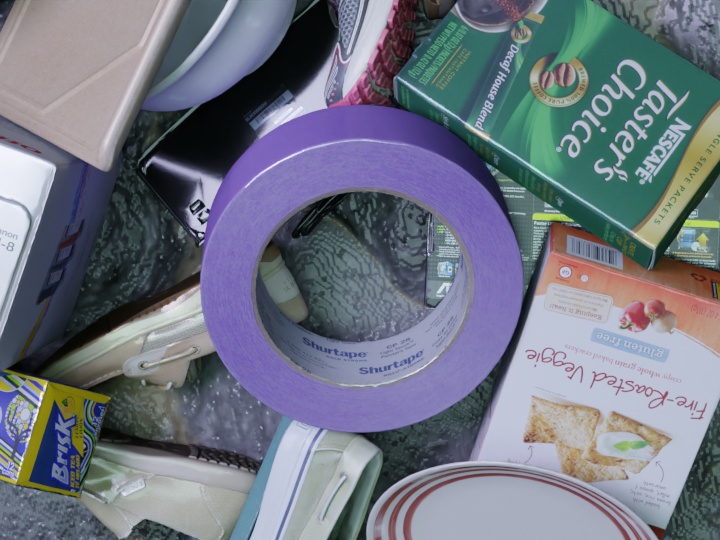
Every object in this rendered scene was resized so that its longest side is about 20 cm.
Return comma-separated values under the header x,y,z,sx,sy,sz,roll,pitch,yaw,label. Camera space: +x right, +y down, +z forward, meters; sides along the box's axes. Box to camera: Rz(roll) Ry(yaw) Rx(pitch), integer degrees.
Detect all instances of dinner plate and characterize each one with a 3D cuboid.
x,y,z,sx,sy,sz,roll,pitch,yaw,label
0.103,0.183,1.163,0.200,0.024,0.200,10,138,9,dinner plate

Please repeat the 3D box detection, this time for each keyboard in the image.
x,y,z,sx,sy,sz,roll,pitch,yaw,label
-0.043,-0.089,1.201,0.200,0.021,0.127,-40,85,8,keyboard

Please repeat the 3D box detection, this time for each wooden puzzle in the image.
x,y,z,sx,sy,sz,roll,pitch,yaw,label
-0.157,-0.166,1.098,0.037,0.200,0.185,24,92,-39,wooden puzzle

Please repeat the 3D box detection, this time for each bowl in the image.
x,y,z,sx,sy,sz,roll,pitch,yaw,label
-0.104,-0.182,1.141,0.090,0.201,0.201,25,99,-43,bowl

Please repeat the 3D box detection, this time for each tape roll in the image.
x,y,z,sx,sy,sz,roll,pitch,yaw,label
0.000,0.000,1.117,0.200,0.066,0.200,-1,113,-2,tape roll

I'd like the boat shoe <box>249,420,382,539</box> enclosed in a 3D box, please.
x,y,z,sx,sy,sz,roll,pitch,yaw,label
-0.037,0.190,1.177,0.062,0.072,0.200,25,117,27,boat shoe

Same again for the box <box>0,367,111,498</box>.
x,y,z,sx,sy,sz,roll,pitch,yaw,label
-0.263,0.090,1.160,0.200,0.064,0.070,11,81,36,box

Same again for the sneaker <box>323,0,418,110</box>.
x,y,z,sx,sy,sz,roll,pitch,yaw,label
0.001,-0.190,1.152,0.075,0.081,0.200,4,72,11,sneaker

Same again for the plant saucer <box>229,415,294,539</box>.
x,y,z,sx,sy,sz,roll,pitch,yaw,label
-0.067,0.184,1.207,0.019,0.070,0.200,28,98,29,plant saucer

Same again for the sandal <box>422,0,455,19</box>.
x,y,z,sx,sy,sz,roll,pitch,yaw,label
0.080,-0.258,1.140,0.054,0.082,0.200,12,91,6,sandal

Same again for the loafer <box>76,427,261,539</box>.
x,y,z,sx,sy,sz,roll,pitch,yaw,label
-0.166,0.145,1.204,0.200,0.076,0.068,11,90,3,loafer

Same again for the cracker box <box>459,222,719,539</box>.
x,y,z,sx,sy,sz,roll,pitch,yaw,label
0.156,0.084,1.153,0.134,0.058,0.200,17,114,0,cracker box

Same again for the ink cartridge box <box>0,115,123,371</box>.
x,y,z,sx,sy,sz,roll,pitch,yaw,label
-0.257,-0.031,1.131,0.145,0.200,0.145,20,96,3,ink cartridge box

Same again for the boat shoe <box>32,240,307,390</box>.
x,y,z,sx,sy,sz,roll,pitch,yaw,label
-0.132,0.051,1.196,0.200,0.072,0.065,-27,102,7,boat shoe

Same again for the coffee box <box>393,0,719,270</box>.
x,y,z,sx,sy,sz,roll,pitch,yaw,label
0.136,-0.105,1.119,0.200,0.044,0.123,36,77,14,coffee box

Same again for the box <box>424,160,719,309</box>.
x,y,z,sx,sy,sz,roll,pitch,yaw,label
0.145,-0.050,1.178,0.200,0.044,0.161,2,95,4,box
